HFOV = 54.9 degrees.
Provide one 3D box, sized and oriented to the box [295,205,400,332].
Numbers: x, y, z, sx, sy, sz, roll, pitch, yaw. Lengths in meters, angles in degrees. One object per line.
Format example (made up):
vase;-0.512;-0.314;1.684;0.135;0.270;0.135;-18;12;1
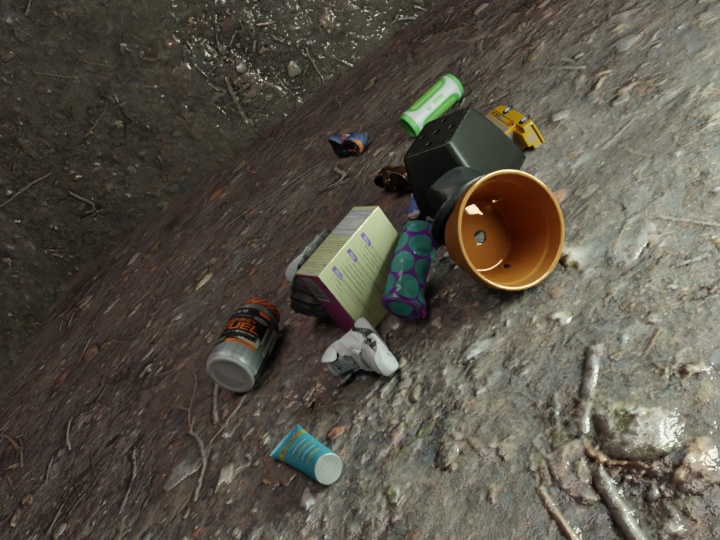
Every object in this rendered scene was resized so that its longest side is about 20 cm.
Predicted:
box;0.000;0.000;1.427;0.200;0.176;0.096;-50;27;-20

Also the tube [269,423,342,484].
tube;-0.096;0.318;1.204;0.077;0.051;0.199;-41;18;-21

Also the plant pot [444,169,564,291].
plant pot;0.234;-0.065;1.215;0.200;0.200;0.140;-45;10;-13

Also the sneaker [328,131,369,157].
sneaker;-0.036;-0.427;2.323;0.078;0.076;0.199;-40;31;-23

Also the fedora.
fedora;0.198;-0.141;1.359;0.200;0.201;0.092;-39;60;0

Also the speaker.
speaker;0.209;-0.485;2.045;0.200;0.089;0.088;-44;25;-8

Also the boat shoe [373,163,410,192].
boat shoe;0.092;-0.235;1.816;0.070;0.071;0.200;-36;16;-8

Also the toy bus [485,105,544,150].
toy bus;0.350;-0.325;1.606;0.078;0.065;0.200;-36;25;7

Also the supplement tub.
supplement tub;-0.260;0.166;1.582;0.122;0.123;0.201;-22;30;32

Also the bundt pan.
bundt pan;-0.072;0.015;1.526;0.075;0.203;0.203;23;57;16

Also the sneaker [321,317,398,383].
sneaker;-0.003;0.167;1.285;0.115;0.075;0.200;-40;20;1

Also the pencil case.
pencil case;0.105;-0.004;1.362;0.091;0.086;0.202;14;59;8

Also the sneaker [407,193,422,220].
sneaker;0.149;-0.196;1.663;0.075;0.077;0.201;-16;35;37

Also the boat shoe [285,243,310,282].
boat shoe;-0.114;-0.041;1.783;0.200;0.072;0.066;-44;21;-10

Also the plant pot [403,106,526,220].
plant pot;0.212;-0.234;1.519;0.198;0.178;0.201;-9;39;46
